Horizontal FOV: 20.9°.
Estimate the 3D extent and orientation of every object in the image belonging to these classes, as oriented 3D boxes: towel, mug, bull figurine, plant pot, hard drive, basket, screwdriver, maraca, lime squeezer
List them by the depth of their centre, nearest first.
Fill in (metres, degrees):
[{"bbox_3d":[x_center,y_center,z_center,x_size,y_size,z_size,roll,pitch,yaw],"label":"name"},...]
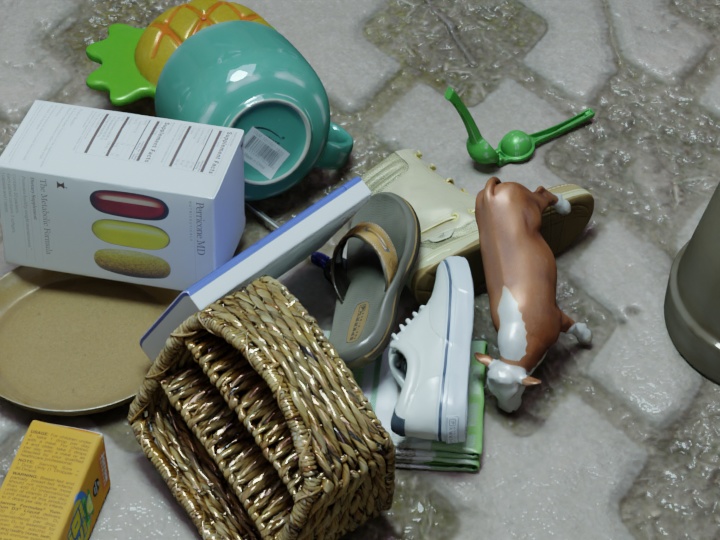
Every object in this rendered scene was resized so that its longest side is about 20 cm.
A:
[{"bbox_3d":[-0.082,0.122,1.533,0.148,0.143,0.200,-27,62,-18],"label":"basket"},{"bbox_3d":[0.007,0.103,1.661,0.198,0.031,0.150,3,44,4],"label":"towel"},{"bbox_3d":[-0.090,-0.001,1.670,0.200,0.132,0.025,-35,86,-32],"label":"hard drive"},{"bbox_3d":[0.143,0.019,1.677,0.065,0.202,0.121,-7,-4,32],"label":"bull figurine"},{"bbox_3d":[0.369,-0.020,1.680,0.198,0.174,0.201,0,43,0],"label":"plant pot"},{"bbox_3d":[-0.247,0.058,1.716,0.198,0.028,0.201,0,43,0],"label":"plant pot"},{"bbox_3d":[-0.053,-0.020,1.802,0.028,0.029,0.200,-33,47,-29],"label":"screwdriver"},{"bbox_3d":[-0.090,-0.146,1.826,0.184,0.153,0.115,-13,32,-16],"label":"mug"},{"bbox_3d":[0.142,-0.136,1.890,0.199,0.071,0.038,4,15,-40],"label":"lime squeezer"},{"bbox_3d":[-0.173,-0.210,1.939,0.198,0.107,0.138,-5,45,-3],"label":"maraca"}]

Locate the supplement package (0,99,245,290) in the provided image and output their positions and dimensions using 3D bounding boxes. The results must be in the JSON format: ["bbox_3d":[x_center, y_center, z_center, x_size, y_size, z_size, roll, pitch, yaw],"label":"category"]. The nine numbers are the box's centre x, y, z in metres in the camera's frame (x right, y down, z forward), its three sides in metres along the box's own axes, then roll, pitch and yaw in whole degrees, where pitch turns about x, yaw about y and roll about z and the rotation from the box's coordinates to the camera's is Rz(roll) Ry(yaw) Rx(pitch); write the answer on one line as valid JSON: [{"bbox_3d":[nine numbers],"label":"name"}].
[{"bbox_3d":[-0.211,-0.066,1.746,0.198,0.114,0.110,8,39,9],"label":"supplement package"}]

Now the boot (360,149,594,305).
[{"bbox_3d":[0.099,-0.060,1.804,0.199,0.073,0.156,-25,48,-17],"label":"boot"}]

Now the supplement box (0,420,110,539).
[{"bbox_3d":[-0.256,0.213,1.524,0.068,0.067,0.201,7,45,8],"label":"supplement box"}]

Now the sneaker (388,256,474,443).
[{"bbox_3d":[0.059,0.060,1.642,0.070,0.073,0.201,3,41,3],"label":"sneaker"}]

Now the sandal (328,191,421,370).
[{"bbox_3d":[0.000,0.000,1.696,0.081,0.055,0.201,-19,38,36],"label":"sandal"}]
